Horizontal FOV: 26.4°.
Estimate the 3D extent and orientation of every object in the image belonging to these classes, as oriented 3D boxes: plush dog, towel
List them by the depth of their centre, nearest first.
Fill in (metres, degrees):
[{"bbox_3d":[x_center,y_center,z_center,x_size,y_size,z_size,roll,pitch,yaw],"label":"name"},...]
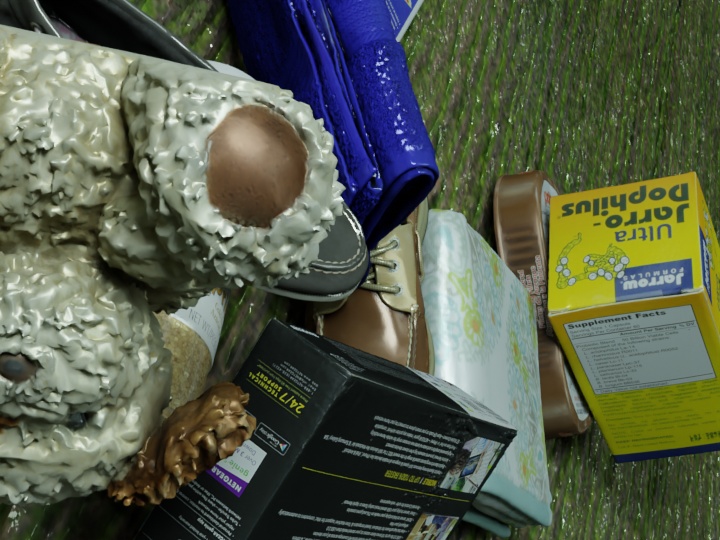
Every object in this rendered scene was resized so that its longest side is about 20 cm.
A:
[{"bbox_3d":[-0.119,0.001,0.558,0.160,0.200,0.172,-130,-128,-79],"label":"plush dog"},{"bbox_3d":[-0.027,-0.099,0.769,0.050,0.148,0.200,-7,67,-23],"label":"towel"},{"bbox_3d":[0.075,0.072,0.970,0.200,0.048,0.171,42,42,-64],"label":"towel"}]

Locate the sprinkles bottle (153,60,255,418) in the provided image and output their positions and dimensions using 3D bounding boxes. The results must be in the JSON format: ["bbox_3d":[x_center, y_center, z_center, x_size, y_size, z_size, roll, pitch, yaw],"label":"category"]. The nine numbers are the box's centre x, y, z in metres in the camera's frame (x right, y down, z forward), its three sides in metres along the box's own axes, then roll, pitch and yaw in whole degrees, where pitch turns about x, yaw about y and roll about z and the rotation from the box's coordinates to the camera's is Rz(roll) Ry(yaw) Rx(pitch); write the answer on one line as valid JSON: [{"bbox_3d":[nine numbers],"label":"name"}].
[{"bbox_3d":[-0.089,-0.004,0.699,0.068,0.068,0.200,51,38,-41],"label":"sprinkles bottle"}]

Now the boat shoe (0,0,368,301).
[{"bbox_3d":[-0.074,-0.058,0.658,0.200,0.057,0.067,35,50,-6],"label":"boat shoe"}]

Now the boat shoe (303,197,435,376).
[{"bbox_3d":[0.000,0.000,0.845,0.074,0.076,0.200,77,9,-52],"label":"boat shoe"}]

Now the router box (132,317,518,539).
[{"bbox_3d":[-0.016,0.111,0.707,0.149,0.051,0.200,-58,152,3],"label":"router box"}]

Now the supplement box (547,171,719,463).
[{"bbox_3d":[0.215,0.039,1.121,0.200,0.109,0.110,60,27,-46],"label":"supplement box"}]

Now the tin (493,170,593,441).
[{"bbox_3d":[0.137,0.024,1.130,0.112,0.042,0.200,18,63,-73],"label":"tin"}]

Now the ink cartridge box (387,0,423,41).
[{"bbox_3d":[-0.008,-0.180,0.952,0.099,0.039,0.200,64,29,-26],"label":"ink cartridge box"}]
